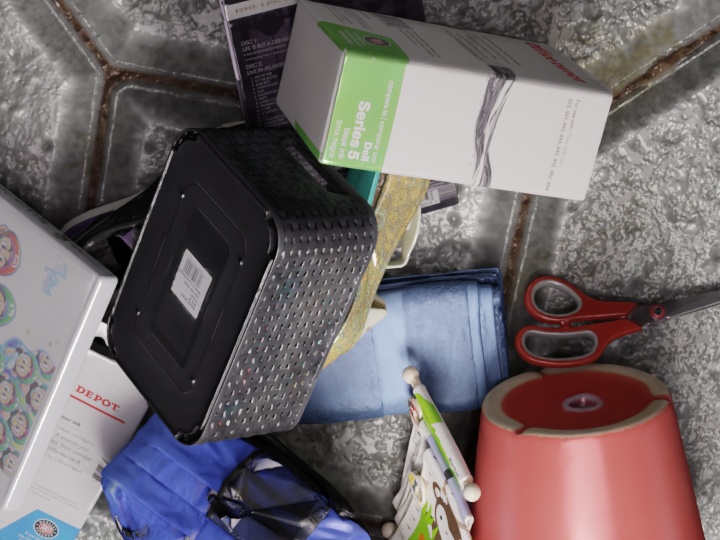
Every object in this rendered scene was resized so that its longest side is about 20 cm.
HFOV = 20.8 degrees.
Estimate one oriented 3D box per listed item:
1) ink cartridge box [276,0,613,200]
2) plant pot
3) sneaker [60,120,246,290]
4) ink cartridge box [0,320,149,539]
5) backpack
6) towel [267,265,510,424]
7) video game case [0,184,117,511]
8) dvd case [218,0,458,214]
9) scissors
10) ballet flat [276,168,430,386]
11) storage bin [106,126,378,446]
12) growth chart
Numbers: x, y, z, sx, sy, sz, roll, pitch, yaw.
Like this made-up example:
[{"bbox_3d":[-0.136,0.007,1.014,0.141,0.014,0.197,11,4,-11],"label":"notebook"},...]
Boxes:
[{"bbox_3d":[0.057,-0.120,1.380,0.199,0.146,0.084,8,108,-18],"label":"ink cartridge box"},{"bbox_3d":[0.168,0.177,1.474,0.199,0.201,0.178,-5,108,1],"label":"plant pot"},{"bbox_3d":[-0.142,-0.034,1.460,0.199,0.088,0.076,-33,106,10],"label":"sneaker"},{"bbox_3d":[-0.236,0.113,1.519,0.115,0.067,0.201,28,106,-8],"label":"ink cartridge box"},{"bbox_3d":[-0.104,0.196,1.461,0.200,0.163,0.168,39,71,23],"label":"backpack"},{"bbox_3d":[0.015,0.060,1.514,0.199,0.049,0.112,-6,108,1],"label":"towel"},{"bbox_3d":[-0.279,0.046,1.462,0.182,0.024,0.201,35,109,31],"label":"video game case"},{"bbox_3d":[-0.014,-0.125,1.449,0.148,0.016,0.201,-16,109,-12],"label":"dvd case"},{"bbox_3d":[0.217,0.041,1.511,0.199,0.014,0.074,2,69,-4],"label":"scissors"},{"bbox_3d":[0.000,0.000,1.447,0.070,0.071,0.201,21,97,-7],"label":"ballet flat"},{"bbox_3d":[-0.088,0.010,1.390,0.093,0.135,0.201,-6,130,-41],"label":"storage bin"},{"bbox_3d":[0.056,0.190,1.493,0.018,0.145,0.201,-11,135,-20],"label":"growth chart"}]
